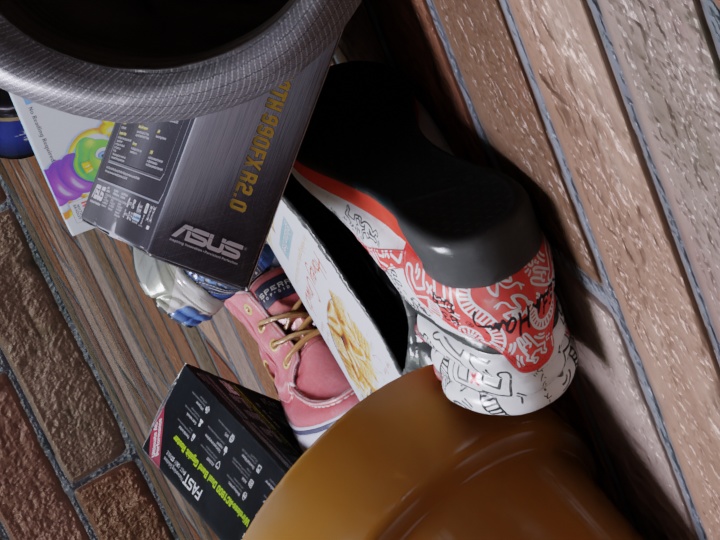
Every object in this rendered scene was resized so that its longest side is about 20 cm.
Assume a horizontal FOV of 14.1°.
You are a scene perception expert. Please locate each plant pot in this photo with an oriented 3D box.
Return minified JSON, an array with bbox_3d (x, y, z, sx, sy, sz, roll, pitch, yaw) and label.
[{"bbox_3d":[0.066,0.170,1.261,0.183,0.200,0.200,35,157,32],"label":"plant pot"}]

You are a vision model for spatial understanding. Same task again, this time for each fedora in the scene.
[{"bbox_3d":[-0.077,-0.148,1.138,0.090,0.199,0.178,-18,-73,-72],"label":"fedora"}]

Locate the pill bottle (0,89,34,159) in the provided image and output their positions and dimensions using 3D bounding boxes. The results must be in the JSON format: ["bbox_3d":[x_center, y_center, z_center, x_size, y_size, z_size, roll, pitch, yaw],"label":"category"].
[{"bbox_3d":[-0.274,-0.152,2.268,0.112,0.112,0.200,60,171,8],"label":"pill bottle"}]

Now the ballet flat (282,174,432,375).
[{"bbox_3d":[0.000,0.000,1.423,0.200,0.057,0.067,57,151,20],"label":"ballet flat"}]

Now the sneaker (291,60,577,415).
[{"bbox_3d":[0.026,-0.011,1.253,0.201,0.067,0.108,42,157,55],"label":"sneaker"}]

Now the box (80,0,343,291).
[{"bbox_3d":[-0.062,-0.080,1.279,0.048,0.159,0.200,21,179,-15],"label":"box"}]

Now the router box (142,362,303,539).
[{"bbox_3d":[-0.024,0.139,1.702,0.150,0.062,0.200,23,-170,-30],"label":"router box"}]

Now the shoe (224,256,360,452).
[{"bbox_3d":[-0.032,0.043,1.682,0.091,0.071,0.200,58,176,-13],"label":"shoe"}]

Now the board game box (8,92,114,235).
[{"bbox_3d":[-0.135,-0.126,1.532,0.200,0.103,0.105,-112,1,-56],"label":"board game box"}]

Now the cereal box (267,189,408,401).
[{"bbox_3d":[0.001,0.015,1.529,0.200,0.039,0.144,60,168,13],"label":"cereal box"}]

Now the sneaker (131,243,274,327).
[{"bbox_3d":[-0.085,-0.063,1.696,0.077,0.085,0.201,37,-147,-47],"label":"sneaker"}]
